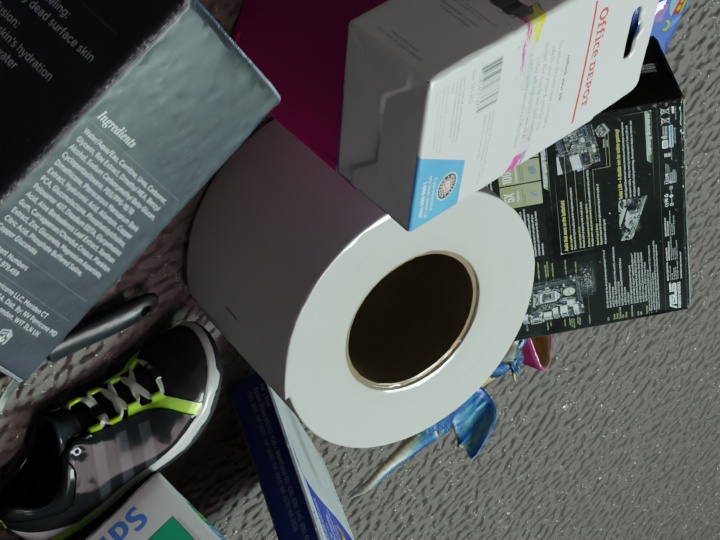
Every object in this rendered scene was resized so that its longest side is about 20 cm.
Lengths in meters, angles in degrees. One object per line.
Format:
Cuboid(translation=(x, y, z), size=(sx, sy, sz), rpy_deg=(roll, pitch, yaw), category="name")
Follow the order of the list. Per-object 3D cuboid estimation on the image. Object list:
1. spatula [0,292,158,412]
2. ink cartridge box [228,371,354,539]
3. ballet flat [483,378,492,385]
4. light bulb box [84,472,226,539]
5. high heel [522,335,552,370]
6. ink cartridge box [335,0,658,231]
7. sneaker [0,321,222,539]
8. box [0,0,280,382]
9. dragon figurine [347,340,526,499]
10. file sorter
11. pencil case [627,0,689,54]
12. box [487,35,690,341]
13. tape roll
Cuboid(translation=(-0.216, 0.067, 1.259), size=(0.200, 0.021, 0.057), rpy_deg=(-35, 152, -23), category="spatula")
Cuboid(translation=(-0.043, 0.180, 1.426), size=(0.047, 0.198, 0.200), rpy_deg=(-24, 146, 4), category="ink cartridge box")
Cuboid(translation=(0.038, 0.082, 1.547), size=(0.200, 0.071, 0.071), rpy_deg=(1, 124, -51), category="ballet flat")
Cuboid(translation=(-0.114, 0.266, 1.376), size=(0.125, 0.200, 0.198), rpy_deg=(-43, 171, -8), category="light bulb box")
Cuboid(translation=(0.135, -0.014, 1.523), size=(0.067, 0.096, 0.201), rpy_deg=(-19, 138, -37), category="high heel")
Cuboid(translation=(0.082, -0.123, 1.106), size=(0.200, 0.068, 0.115), rpy_deg=(-32, 147, -31), category="ink cartridge box")
Cuboid(translation=(-0.177, 0.113, 1.310), size=(0.200, 0.072, 0.083), rpy_deg=(-49, 147, 1), category="sneaker")
Cuboid(translation=(-0.184, -0.089, 0.962), size=(0.200, 0.197, 0.117), rpy_deg=(-47, 149, -1), category="box")
Cuboid(translation=(0.067, 0.108, 1.482), size=(0.099, 0.059, 0.201), rpy_deg=(48, 59, -46), category="dragon figurine")
Cuboid(translation=(0.030, -0.176, 1.182), size=(0.125, 0.139, 0.201), rpy_deg=(-10, 132, -47), category="file sorter")
Cuboid(translation=(0.198, -0.179, 1.436), size=(0.087, 0.078, 0.201), rpy_deg=(-53, 164, -56), category="pencil case")
Cuboid(translation=(0.154, -0.056, 1.417), size=(0.163, 0.086, 0.201), rpy_deg=(-11, 130, 0), category="box")
Cuboid(translation=(0.000, 0.000, 1.307), size=(0.202, 0.139, 0.203), rpy_deg=(-20, 132, -25), category="tape roll")
